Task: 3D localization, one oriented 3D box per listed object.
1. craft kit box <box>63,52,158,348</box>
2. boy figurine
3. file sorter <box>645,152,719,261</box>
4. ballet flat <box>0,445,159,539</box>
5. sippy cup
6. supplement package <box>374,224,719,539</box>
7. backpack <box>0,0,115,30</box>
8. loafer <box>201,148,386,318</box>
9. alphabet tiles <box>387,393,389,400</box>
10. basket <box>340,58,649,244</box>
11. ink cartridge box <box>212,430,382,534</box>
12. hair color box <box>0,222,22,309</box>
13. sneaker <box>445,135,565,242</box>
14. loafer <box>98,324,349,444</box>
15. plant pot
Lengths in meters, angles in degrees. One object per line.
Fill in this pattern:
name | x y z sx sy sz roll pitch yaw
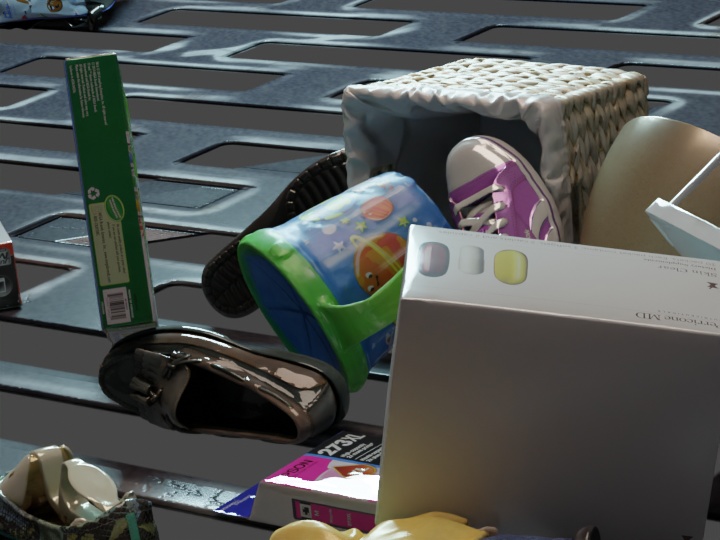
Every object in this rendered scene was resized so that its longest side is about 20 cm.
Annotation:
craft kit box | -0.185 -0.046 1.934 0.048 0.202 0.198 -8 -5 -7
boy figurine | 0.037 0.179 1.477 0.198 0.065 0.124 -2 20 18
file sorter | 0.309 0.004 1.642 0.125 0.200 0.139 -45 25 -5
ballet flat | -0.187 0.148 1.649 0.074 0.075 0.199 -19 21 -33
sippy cup | 0.000 0.000 1.867 0.130 0.140 0.178 -35 54 -16
supplement package | 0.116 0.074 1.548 0.198 0.157 0.111 6 25 1
backpack | -0.401 -0.385 3.262 0.189 0.155 0.200 -13 19 15
loafer | -0.042 -0.039 2.067 0.199 0.073 0.071 -33 1 13
alphabet tiles | 0.120 0.085 1.705 0.198 0.015 0.196 -5 -7 7
basket | 0.112 -0.056 1.961 0.199 0.200 0.160 8 20 39
ink cartridge box | 0.007 0.141 1.657 0.199 0.037 0.094 4 20 36
hair color box | -0.360 -0.015 2.227 0.101 0.062 0.200 -10 19 -15
sneaker | 0.094 -0.011 1.791 0.072 0.202 0.114 -32 -23 27
loafer | -0.107 0.085 1.818 0.199 0.072 0.063 5 27 27
plant pot | 0.227 0.009 1.782 0.200 0.200 0.135 17 65 51
